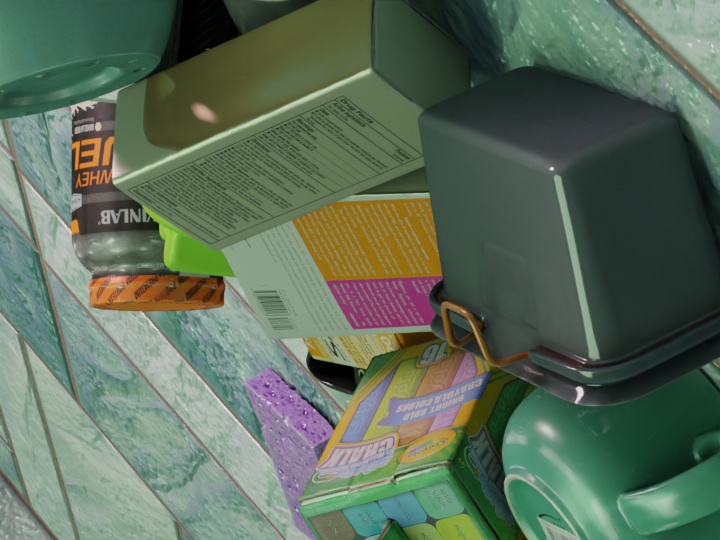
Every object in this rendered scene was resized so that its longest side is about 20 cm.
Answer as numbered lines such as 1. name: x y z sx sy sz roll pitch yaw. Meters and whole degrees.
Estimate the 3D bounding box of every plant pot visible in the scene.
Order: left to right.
1. plant pot: -0.197 -0.182 1.706 0.201 0.200 0.161 146 109 -73

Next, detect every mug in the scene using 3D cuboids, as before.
1. mug: 0.158 0.120 1.745 0.152 0.114 0.185 49 162 21

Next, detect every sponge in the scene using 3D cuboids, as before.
1. sponge: -0.039 0.183 2.529 0.112 0.030 0.200 40 157 41

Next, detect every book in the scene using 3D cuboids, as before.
1. book: 0.009 -0.013 1.833 0.199 0.048 0.134 -3 134 26

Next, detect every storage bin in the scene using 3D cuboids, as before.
1. storage bin: 0.106 -0.025 1.605 0.200 0.145 0.135 25 136 58

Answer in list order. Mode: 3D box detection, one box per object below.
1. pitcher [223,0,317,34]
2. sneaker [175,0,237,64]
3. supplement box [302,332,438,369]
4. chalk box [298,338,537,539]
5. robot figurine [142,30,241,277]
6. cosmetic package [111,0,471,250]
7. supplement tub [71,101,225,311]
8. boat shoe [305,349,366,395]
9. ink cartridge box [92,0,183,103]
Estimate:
1. pitcher: -0.061 -0.235 1.708 0.200 0.121 0.172 88 159 -79
2. sneaker: -0.100 -0.205 1.854 0.074 0.088 0.201 -26 70 34
3. supplement box: 0.000 0.000 2.016 0.126 0.073 0.200 60 163 -13
4. chalk box: 0.054 0.146 1.847 0.124 0.200 0.125 -17 119 32
5. robot figurine: -0.084 -0.096 1.925 0.176 0.115 0.201 -103 22 -63
6. cosmetic package: -0.041 -0.091 1.730 0.105 0.200 0.071 36 -136 -44
7. supplement tub: -0.144 -0.073 2.051 0.123 0.122 0.201 162 108 -72
8. boat shoe: 0.021 0.073 2.120 0.069 0.057 0.200 61 162 -16
9. ink cartridge box: -0.183 -0.209 1.841 0.173 0.043 0.201 7 93 38
